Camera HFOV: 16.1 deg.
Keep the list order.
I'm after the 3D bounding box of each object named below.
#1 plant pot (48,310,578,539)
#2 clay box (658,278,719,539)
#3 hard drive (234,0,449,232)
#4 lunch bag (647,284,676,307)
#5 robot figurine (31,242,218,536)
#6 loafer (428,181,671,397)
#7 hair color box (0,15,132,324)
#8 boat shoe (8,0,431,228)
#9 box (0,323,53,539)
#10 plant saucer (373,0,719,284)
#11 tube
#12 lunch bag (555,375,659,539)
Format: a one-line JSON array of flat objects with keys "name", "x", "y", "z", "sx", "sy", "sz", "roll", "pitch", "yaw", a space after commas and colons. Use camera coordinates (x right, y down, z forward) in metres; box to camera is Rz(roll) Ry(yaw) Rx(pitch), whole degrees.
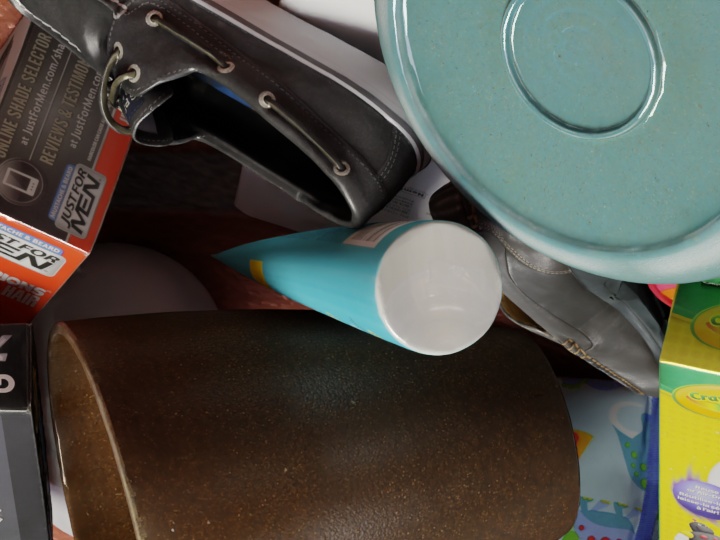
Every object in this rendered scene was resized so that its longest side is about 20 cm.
[{"name": "plant pot", "x": -0.014, "y": 0.093, "z": 1.102, "sx": 0.200, "sy": 0.187, "sz": 0.187, "roll": -12, "pitch": 153, "yaw": -15}, {"name": "clay box", "x": 0.178, "y": 0.067, "z": 1.016, "sx": 0.115, "sy": 0.048, "sz": 0.200, "roll": 10, "pitch": 149, "yaw": 14}, {"name": "hard drive", "x": 0.023, "y": -0.064, "z": 1.065, "sx": 0.132, "sy": 0.026, "sz": 0.200, "roll": 18, "pitch": 149, "yaw": 0}, {"name": "lunch bag", "x": 0.197, "y": -0.045, "z": 0.953, "sx": 0.200, "sy": 0.082, "sz": 0.176, "roll": 7, "pitch": 147, "yaw": 18}, {"name": "robot figurine", "x": -0.120, "y": 0.061, "z": 1.256, "sx": 0.170, "sy": 0.113, "sz": 0.200, "roll": 42, "pitch": 158, "yaw": 22}, {"name": "loafer", "x": 0.092, "y": 0.000, "z": 1.071, "sx": 0.072, "sy": 0.073, "sz": 0.200, "roll": -11, "pitch": 147, "yaw": 18}, {"name": "hair color box", "x": -0.164, "y": -0.025, "z": 1.141, "sx": 0.064, "sy": 0.111, "sz": 0.200, "roll": 25, "pitch": 149, "yaw": -14}, {"name": "boat shoe", "x": -0.068, "y": -0.075, "z": 1.018, "sx": 0.200, "sy": 0.066, "sz": 0.070, "roll": 29, "pitch": 151, "yaw": 11}, {"name": "box", "x": -0.239, "y": 0.089, "z": 1.126, "sx": 0.198, "sy": 0.050, "sz": 0.200, "roll": -2, "pitch": 152, "yaw": -6}, {"name": "plant saucer", "x": 0.083, "y": -0.080, "z": 0.911, "sx": 0.200, "sy": 0.027, "sz": 0.200, "roll": 19, "pitch": 126, "yaw": 27}, {"name": "tube", "x": 0.000, "y": 0.000, "z": 1.042, "sx": 0.077, "sy": 0.050, "sz": 0.200, "roll": 9, "pitch": -179, "yaw": -17}, {"name": "lunch bag", "x": 0.079, "y": 0.132, "z": 1.273, "sx": 0.170, "sy": 0.127, "sz": 0.200, "roll": 6, "pitch": 161, "yaw": 15}]
